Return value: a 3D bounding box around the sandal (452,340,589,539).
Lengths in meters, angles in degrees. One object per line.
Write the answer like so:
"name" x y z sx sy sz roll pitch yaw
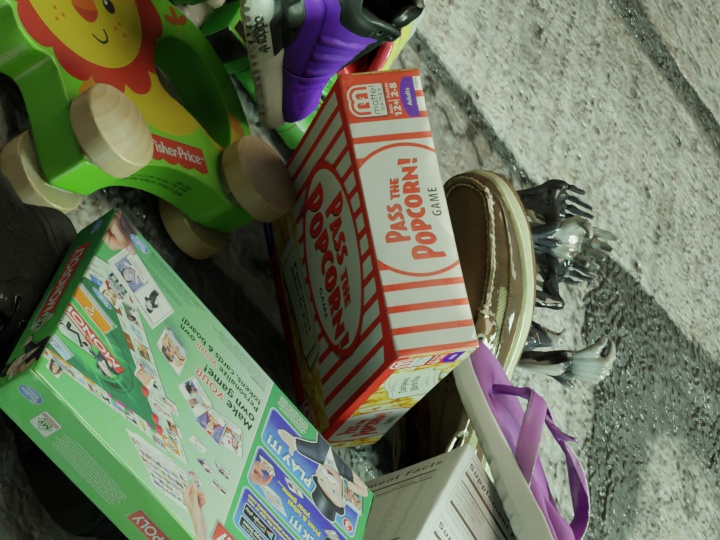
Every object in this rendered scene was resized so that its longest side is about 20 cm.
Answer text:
"sandal" 0.104 0.113 1.150 0.082 0.050 0.203 52 15 -49

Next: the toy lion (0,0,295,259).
"toy lion" -0.134 -0.115 1.102 0.200 0.069 0.192 17 51 -55

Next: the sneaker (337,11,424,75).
"sneaker" -0.009 -0.193 1.301 0.200 0.078 0.090 64 37 -46

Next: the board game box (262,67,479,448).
"board game box" 0.000 0.000 1.123 0.046 0.200 0.152 -7 73 -17

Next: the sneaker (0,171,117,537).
"sneaker" -0.169 0.025 0.955 0.104 0.060 0.200 15 54 -56

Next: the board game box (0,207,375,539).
"board game box" -0.075 0.082 0.961 0.200 0.029 0.135 50 29 -19

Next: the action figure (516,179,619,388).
"action figure" 0.123 0.013 1.387 0.200 0.102 0.119 -60 155 -58

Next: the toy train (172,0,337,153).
"toy train" -0.065 -0.138 1.243 0.200 0.042 0.056 53 43 -27

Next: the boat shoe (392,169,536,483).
"boat shoe" 0.055 0.042 1.242 0.075 0.075 0.203 -6 101 -50

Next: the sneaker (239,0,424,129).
"sneaker" -0.014 -0.134 1.136 0.200 0.099 0.070 88 -9 -74

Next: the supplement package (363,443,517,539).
"supplement package" 0.011 0.198 1.083 0.110 0.114 0.200 60 31 -14
